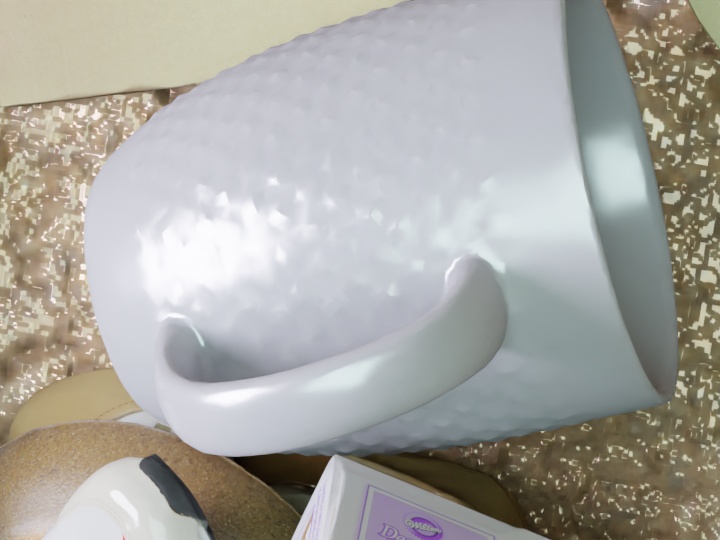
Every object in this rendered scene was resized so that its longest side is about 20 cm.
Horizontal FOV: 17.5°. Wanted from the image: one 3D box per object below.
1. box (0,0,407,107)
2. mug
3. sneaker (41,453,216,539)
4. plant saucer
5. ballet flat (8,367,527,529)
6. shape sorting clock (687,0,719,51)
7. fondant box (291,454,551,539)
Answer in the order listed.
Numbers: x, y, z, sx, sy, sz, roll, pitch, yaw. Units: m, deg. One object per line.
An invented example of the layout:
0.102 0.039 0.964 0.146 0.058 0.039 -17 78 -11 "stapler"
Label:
-0.068 -0.165 0.837 0.162 0.021 0.201 -6 96 9 "box"
0.000 0.000 0.758 0.174 0.200 0.148 -12 112 16 "mug"
-0.112 0.147 0.759 0.070 0.093 0.200 47 127 26 "sneaker"
-0.081 0.152 0.831 0.199 0.035 0.201 11 115 24 "plant saucer"
-0.037 0.078 0.840 0.199 0.063 0.069 10 98 8 "ballet flat"
0.193 -0.132 0.742 0.199 0.039 0.201 3 98 20 "shape sorting clock"
0.018 0.174 0.733 0.144 0.058 0.201 22 116 -5 "fondant box"
